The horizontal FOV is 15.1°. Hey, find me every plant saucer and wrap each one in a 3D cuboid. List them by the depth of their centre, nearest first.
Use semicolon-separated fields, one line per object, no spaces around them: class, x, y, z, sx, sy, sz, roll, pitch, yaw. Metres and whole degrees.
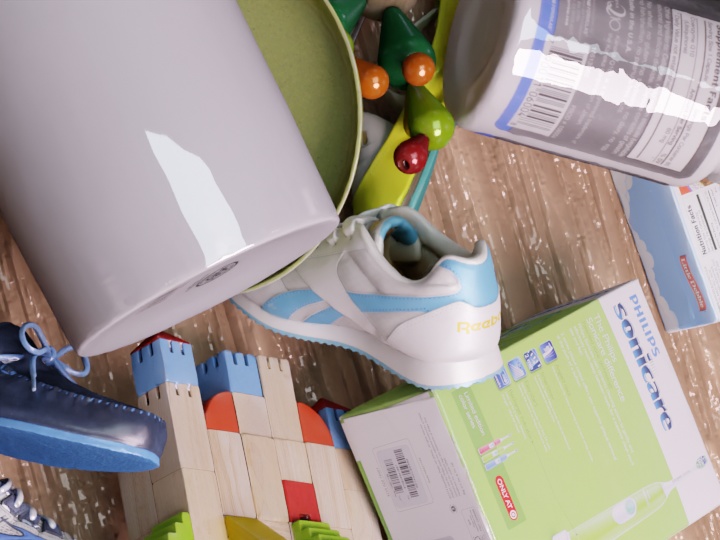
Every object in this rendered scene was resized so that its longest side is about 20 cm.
plant saucer;-0.077;-0.087;1.510;0.031;0.199;0.201;-5;83;-58

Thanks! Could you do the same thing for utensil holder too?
utensil holder;-0.122;-0.079;1.421;0.169;0.170;0.201;-25;84;-25

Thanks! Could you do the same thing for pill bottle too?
pill bottle;0.158;-0.113;1.574;0.199;0.114;0.114;14;77;-18

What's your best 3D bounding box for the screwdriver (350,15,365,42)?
screwdriver;-0.018;-0.119;1.615;0.029;0.028;0.201;15;71;8

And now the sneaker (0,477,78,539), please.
sneaker;-0.200;0.143;1.468;0.199;0.077;0.086;10;74;-23

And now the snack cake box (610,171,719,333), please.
snack cake box;0.218;-0.075;1.690;0.114;0.067;0.201;-20;90;-23

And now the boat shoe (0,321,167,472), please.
boat shoe;-0.195;0.056;1.437;0.199;0.084;0.069;14;72;10

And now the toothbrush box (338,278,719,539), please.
toothbrush box;0.103;0.110;1.571;0.200;0.086;0.146;-26;94;-43

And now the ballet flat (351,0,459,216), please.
ballet flat;0.028;-0.089;1.616;0.067;0.067;0.201;27;68;4

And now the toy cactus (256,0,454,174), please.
toy cactus;-0.007;-0.143;1.576;0.200;0.103;0.165;33;49;21

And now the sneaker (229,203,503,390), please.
sneaker;0.000;0.000;1.518;0.076;0.199;0.081;-24;122;-45

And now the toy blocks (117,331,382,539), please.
toy blocks;-0.064;0.109;1.515;0.199;0.100;0.137;13;57;-45
